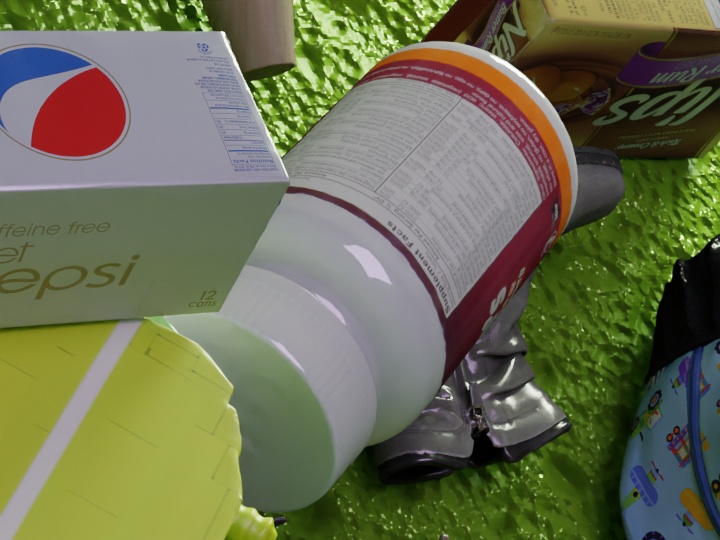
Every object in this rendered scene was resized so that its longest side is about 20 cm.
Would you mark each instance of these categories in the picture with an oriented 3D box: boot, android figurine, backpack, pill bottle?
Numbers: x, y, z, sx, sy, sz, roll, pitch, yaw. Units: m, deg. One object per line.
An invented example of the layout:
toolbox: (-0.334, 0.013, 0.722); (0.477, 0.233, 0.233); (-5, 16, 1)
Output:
boot: (0.063, 0.024, 1.000); (0.199, 0.068, 0.131); (-18, 76, -35)
android figurine: (-0.118, 0.048, 0.647); (0.199, 0.041, 0.183); (29, 44, -5)
backpack: (0.218, 0.086, 1.011); (0.182, 0.135, 0.201); (33, 48, -11)
pill bottle: (0.000, 0.000, 0.855); (0.110, 0.110, 0.200); (43, 46, -2)

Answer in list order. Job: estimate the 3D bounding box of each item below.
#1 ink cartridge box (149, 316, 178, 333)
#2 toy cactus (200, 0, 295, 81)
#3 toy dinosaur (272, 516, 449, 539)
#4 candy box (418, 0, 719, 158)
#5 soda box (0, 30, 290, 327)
ink cartridge box: (-0.157, 0.094, 0.720); (0.084, 0.146, 0.200); (47, 44, 5)
toy cactus: (-0.071, -0.172, 1.032); (0.199, 0.102, 0.166); (-8, 83, -42)
toy dinosaur: (0.004, 0.135, 0.864); (0.200, 0.135, 0.086); (25, 87, -47)
candy box: (0.130, -0.109, 1.098); (0.199, 0.117, 0.057); (0, 59, -37)
soda box: (-0.126, -0.025, 0.630); (0.199, 0.068, 0.064); (-3, 53, -31)
